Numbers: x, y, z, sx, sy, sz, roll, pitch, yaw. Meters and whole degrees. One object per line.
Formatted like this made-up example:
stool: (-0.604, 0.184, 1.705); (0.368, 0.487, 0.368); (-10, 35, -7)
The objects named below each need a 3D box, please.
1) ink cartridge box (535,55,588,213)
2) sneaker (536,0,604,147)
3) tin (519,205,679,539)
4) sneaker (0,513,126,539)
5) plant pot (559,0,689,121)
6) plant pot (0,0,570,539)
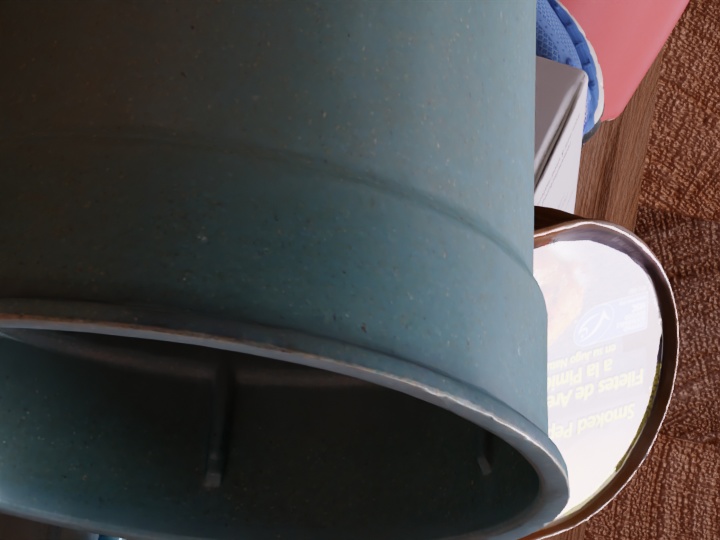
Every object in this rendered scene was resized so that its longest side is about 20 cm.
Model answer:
ink cartridge box: (0.000, 0.000, 1.069); (0.200, 0.146, 0.083); (92, 20, -49)
sneaker: (0.022, -0.118, 1.089); (0.078, 0.200, 0.089); (-36, 157, 8)
tin: (0.022, 0.043, 0.925); (0.200, 0.042, 0.112); (-13, 109, -37)
sneaker: (-0.078, 0.029, 0.849); (0.074, 0.082, 0.200); (-50, 152, -78)
plant pot: (0.077, -0.172, 1.246); (0.200, 0.200, 0.178); (-51, 161, -70)
plant pot: (-0.036, -0.045, 0.734); (0.200, 0.200, 0.196); (74, 21, -70)
